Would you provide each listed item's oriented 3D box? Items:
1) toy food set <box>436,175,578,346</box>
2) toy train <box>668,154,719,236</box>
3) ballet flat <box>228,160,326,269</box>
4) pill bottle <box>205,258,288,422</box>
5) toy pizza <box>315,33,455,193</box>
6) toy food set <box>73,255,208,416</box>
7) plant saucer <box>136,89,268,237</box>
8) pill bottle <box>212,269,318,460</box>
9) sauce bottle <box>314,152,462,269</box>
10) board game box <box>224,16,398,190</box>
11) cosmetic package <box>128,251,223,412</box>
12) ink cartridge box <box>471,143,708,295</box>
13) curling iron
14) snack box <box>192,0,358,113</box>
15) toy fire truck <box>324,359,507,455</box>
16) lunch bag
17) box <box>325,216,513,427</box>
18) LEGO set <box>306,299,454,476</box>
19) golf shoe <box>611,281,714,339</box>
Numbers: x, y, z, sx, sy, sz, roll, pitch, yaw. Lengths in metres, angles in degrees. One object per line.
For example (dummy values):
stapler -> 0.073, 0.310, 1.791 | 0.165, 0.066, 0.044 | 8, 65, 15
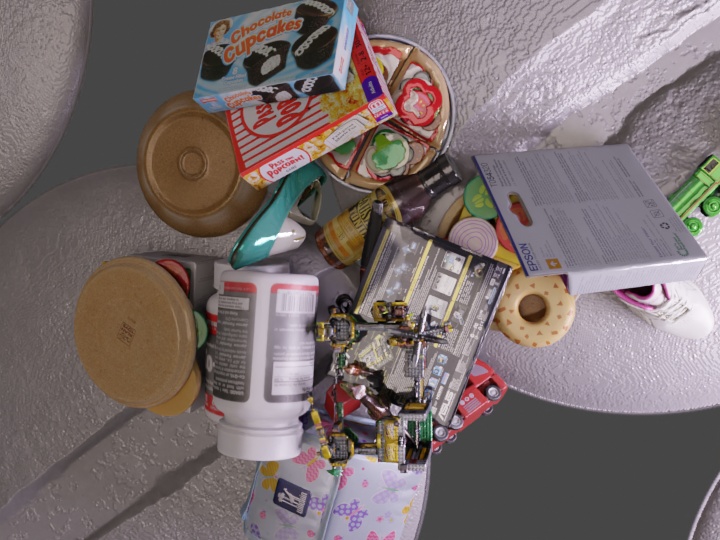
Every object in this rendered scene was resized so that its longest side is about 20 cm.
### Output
toy food set -> 0.183, -0.016, 0.887 | 0.196, 0.049, 0.202 | 19, 101, 9
toy train -> 0.413, -0.100, 0.842 | 0.056, 0.042, 0.200 | 45, 103, 13
ballet flat -> -0.091, -0.069, 0.888 | 0.070, 0.201, 0.067 | 28, 142, -4
pill bottle -> -0.144, 0.089, 0.934 | 0.113, 0.114, 0.202 | 3, 97, 11
toy pizza -> 0.021, -0.199, 0.915 | 0.198, 0.032, 0.202 | 1, 97, 11
toy food set -> -0.281, 0.077, 0.913 | 0.198, 0.049, 0.200 | 15, 101, 22
plant saucer -> -0.220, -0.144, 0.970 | 0.198, 0.035, 0.202 | 1, 97, 11
pill bottle -> -0.109, 0.103, 0.813 | 0.113, 0.114, 0.202 | 4, 89, 11
sauce bottle -> 0.035, -0.077, 0.904 | 0.199, 0.066, 0.066 | -35, 89, 18
board game box -> -0.069, -0.210, 0.880 | 0.199, 0.046, 0.153 | -27, 60, 15
cosmetic package -> -0.252, 0.080, 0.978 | 0.107, 0.085, 0.202 | 4, 96, 15
ink cartridge box -> 0.239, -0.060, 0.787 | 0.198, 0.197, 0.044 | -6, 137, -7
curling iron -> 0.000, 0.000, 0.902 | 0.049, 0.026, 0.201 | 6, 128, -15
snack box -> -0.104, -0.262, 0.868 | 0.198, 0.037, 0.117 | -3, 67, 26
toy fire truck -> 0.070, 0.155, 0.898 | 0.199, 0.049, 0.141 | -31, 64, -25
lunch bag -> -0.039, 0.277, 0.909 | 0.198, 0.127, 0.171 | 16, 100, -16
box -> 0.068, 0.059, 0.844 | 0.160, 0.049, 0.202 | 21, 90, 7
LEGO set -> 0.014, 0.131, 0.766 | 0.152, 0.116, 0.202 | 8, 90, 10
golf shoe -> 0.336, 0.029, 0.828 | 0.199, 0.092, 0.075 | 34, 114, -14
